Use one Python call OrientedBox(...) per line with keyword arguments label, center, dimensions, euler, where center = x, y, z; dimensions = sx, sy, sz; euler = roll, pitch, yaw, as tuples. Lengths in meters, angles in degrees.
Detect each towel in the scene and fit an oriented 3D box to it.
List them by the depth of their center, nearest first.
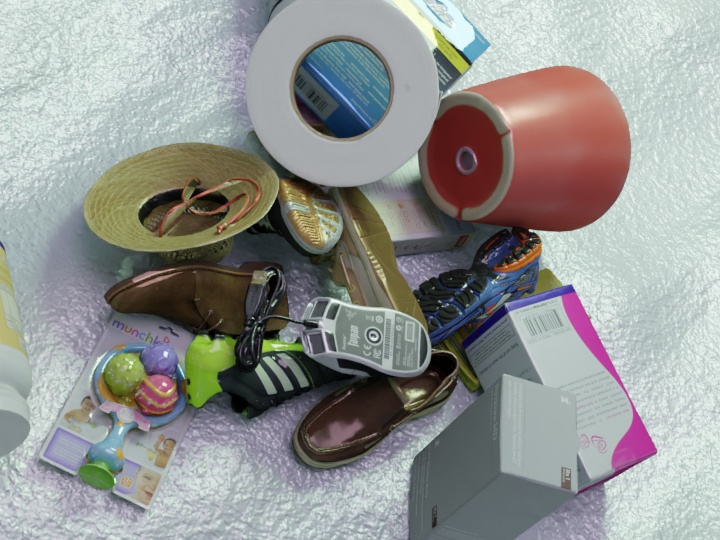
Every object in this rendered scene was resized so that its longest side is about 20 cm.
OrientedBox(label="towel", center=(0.172, 0.062, 1.468), dimensions=(0.200, 0.018, 0.086), euler=(-25, 71, -35))

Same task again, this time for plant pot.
OrientedBox(label="plant pot", center=(0.174, -0.132, 1.463), dimensions=(0.177, 0.200, 0.201), euler=(-9, 61, -43))

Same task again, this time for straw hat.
OrientedBox(label="straw hat", center=(-0.178, -0.045, 1.334), dimensions=(0.200, 0.085, 0.201), euler=(-5, 39, 4))

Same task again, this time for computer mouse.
OrientedBox(label="computer mouse", center=(-0.026, 0.067, 1.275), dimensions=(0.199, 0.044, 0.110), euler=(16, 60, -19))

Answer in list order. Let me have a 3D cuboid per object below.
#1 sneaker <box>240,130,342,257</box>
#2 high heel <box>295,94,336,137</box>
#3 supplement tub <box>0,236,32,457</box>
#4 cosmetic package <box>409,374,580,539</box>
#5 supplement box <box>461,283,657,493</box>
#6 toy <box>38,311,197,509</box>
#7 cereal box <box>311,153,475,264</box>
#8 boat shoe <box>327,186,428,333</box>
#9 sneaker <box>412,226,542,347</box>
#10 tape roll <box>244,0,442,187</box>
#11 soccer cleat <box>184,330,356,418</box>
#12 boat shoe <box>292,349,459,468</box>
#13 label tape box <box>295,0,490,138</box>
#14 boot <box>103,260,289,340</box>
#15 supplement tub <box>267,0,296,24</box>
OrientedBox(label="sneaker", center=(-0.084, -0.062, 1.370), dimensions=(0.075, 0.088, 0.200), euler=(19, 25, -35))
OrientedBox(label="high heel", center=(-0.017, -0.173, 1.481), dimensions=(0.199, 0.068, 0.096), euler=(-9, 38, -29))
OrientedBox(label="supplement tub", center=(-0.371, 0.062, 1.144), dimensions=(0.145, 0.146, 0.201), euler=(-6, 60, -27))
OrientedBox(label="cosmetic package", center=(0.125, 0.194, 1.238), dimensions=(0.090, 0.200, 0.107), euler=(15, 52, -14))
OrientedBox(label="supplement box", center=(0.208, 0.132, 1.368), dimensions=(0.101, 0.103, 0.201), euler=(-14, 69, -33))
OrientedBox(label="toy", center=(-0.212, 0.117, 1.240), dimensions=(0.115, 0.047, 0.200), euler=(27, 51, -7))
OrientedBox(label="cereal box", center=(0.018, -0.084, 1.485), dimensions=(0.199, 0.040, 0.144), euler=(-5, 59, -27))
OrientedBox(label="boat shoe", center=(0.000, 0.000, 1.370), dimensions=(0.074, 0.069, 0.201), euler=(10, 53, -57))
OrientedBox(label="sneaker", center=(0.128, 0.035, 1.413), dimensions=(0.200, 0.079, 0.075), euler=(-32, 36, -21))
OrientedBox(label="tape roll", center=(-0.018, -0.186, 1.333), dimensions=(0.202, 0.037, 0.204), euler=(0, 96, -1))
OrientedBox(label="soccer cleat", center=(-0.088, 0.106, 1.298), dimensions=(0.199, 0.067, 0.081), euler=(6, 92, -35))
OrientedBox(label="boat shoe", center=(0.019, 0.130, 1.315), dimensions=(0.202, 0.075, 0.075), euler=(-27, 71, -35))
OrientedBox(label="label tape box", center=(0.029, -0.231, 1.425), dimensions=(0.143, 0.066, 0.200), euler=(46, 60, -4))
OrientedBox(label="boot", center=(-0.158, 0.036, 1.304), dimensions=(0.199, 0.074, 0.076), euler=(-2, 68, -33))
OrientedBox(label="supplement tub", center=(-0.041, -0.316, 1.553), dimensions=(0.140, 0.140, 0.201), euler=(12, 54, -16))
